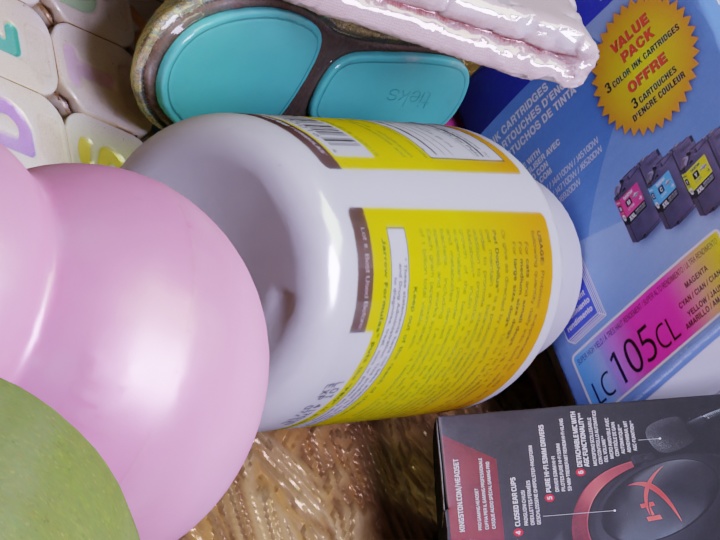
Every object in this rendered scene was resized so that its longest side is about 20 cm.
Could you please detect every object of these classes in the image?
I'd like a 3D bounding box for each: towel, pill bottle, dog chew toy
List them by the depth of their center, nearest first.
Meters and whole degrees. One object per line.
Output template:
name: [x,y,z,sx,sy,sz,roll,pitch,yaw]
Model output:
dog chew toy: [-0.125,0.011,0.805,0.200,0.124,0.125,26,42,-33]
pill bottle: [0.000,0.000,1.009,0.200,0.109,0.109,-1,64,-57]
towel: [-0.016,-0.142,1.067,0.191,0.032,0.200,15,26,-18]

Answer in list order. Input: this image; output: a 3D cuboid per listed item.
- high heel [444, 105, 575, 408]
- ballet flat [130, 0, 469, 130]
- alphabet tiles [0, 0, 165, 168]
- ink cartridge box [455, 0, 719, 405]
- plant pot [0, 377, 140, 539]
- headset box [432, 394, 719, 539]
high heel: [0.064,0.019,1.153,0.096,0.067,0.200,-9,79,-35]
ballet flat: [-0.035,-0.085,1.070,0.200,0.071,0.071,1,62,-54]
alphabet tiles: [-0.121,-0.108,1.023,0.195,0.015,0.200,23,45,-46]
ink cartridge box: [0.121,-0.050,1.096,0.076,0.136,0.200,8,50,-39]
plant pot: [-0.129,0.110,0.663,0.200,0.200,0.190,51,17,-12]
headset box: [0.110,0.124,1.004,0.075,0.199,0.149,85,0,-50]
